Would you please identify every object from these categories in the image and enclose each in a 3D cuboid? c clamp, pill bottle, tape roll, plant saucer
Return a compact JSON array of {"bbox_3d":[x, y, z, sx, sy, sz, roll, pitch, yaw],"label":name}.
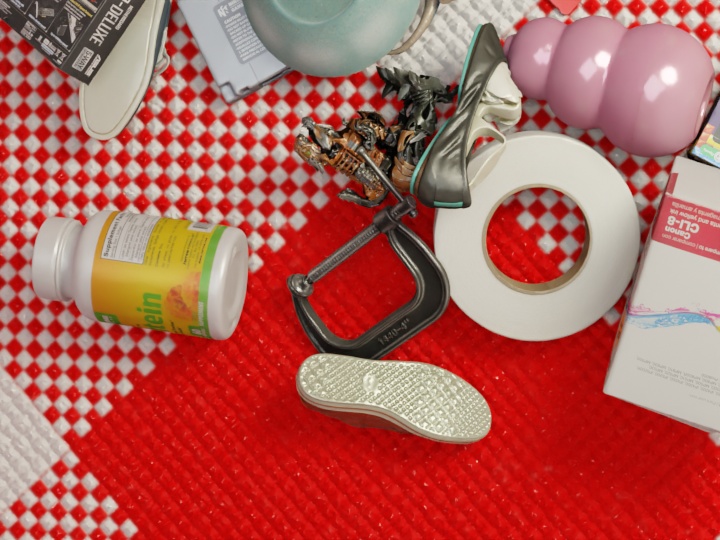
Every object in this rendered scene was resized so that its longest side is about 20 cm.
[{"bbox_3d":[0.000,0.000,1.542,0.171,0.027,0.200,46,121,-3],"label":"c clamp"},{"bbox_3d":[-0.218,0.001,1.567,0.198,0.111,0.112,8,92,9],"label":"pill bottle"},{"bbox_3d":[0.168,-0.033,1.522,0.200,0.037,0.205,0,103,0],"label":"tape roll"},{"bbox_3d":[-0.036,-0.287,1.510,0.199,0.039,0.204,2,94,24],"label":"plant saucer"}]

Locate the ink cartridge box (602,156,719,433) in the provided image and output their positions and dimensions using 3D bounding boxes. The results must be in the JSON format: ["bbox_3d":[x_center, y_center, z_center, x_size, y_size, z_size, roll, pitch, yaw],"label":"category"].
[{"bbox_3d":[0.320,0.025,1.442,0.143,0.145,0.202,17,111,9],"label":"ink cartridge box"}]

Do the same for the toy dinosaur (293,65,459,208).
[{"bbox_3d":[0.038,-0.124,1.540,0.198,0.102,0.137,11,95,-35],"label":"toy dinosaur"}]

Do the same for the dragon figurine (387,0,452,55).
[{"bbox_3d":[0.082,-0.304,1.539,0.058,0.100,0.202,17,113,5],"label":"dragon figurine"}]

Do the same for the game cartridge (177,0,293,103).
[{"bbox_3d":[-0.076,-0.271,1.578,0.198,0.040,0.134,-27,91,8],"label":"game cartridge"}]

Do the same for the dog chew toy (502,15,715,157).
[{"bbox_3d":[0.229,-0.183,1.493,0.198,0.124,0.126,18,94,16],"label":"dog chew toy"}]

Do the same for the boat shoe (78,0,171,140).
[{"bbox_3d":[-0.231,-0.228,1.589,0.074,0.062,0.202,11,91,11],"label":"boat shoe"}]

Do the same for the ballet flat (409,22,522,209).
[{"bbox_3d":[0.110,-0.138,1.472,0.068,0.068,0.202,18,68,13],"label":"ballet flat"}]

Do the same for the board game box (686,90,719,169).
[{"bbox_3d":[0.434,-0.136,1.491,0.199,0.057,0.166,29,93,7],"label":"board game box"}]

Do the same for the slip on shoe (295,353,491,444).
[{"bbox_3d":[0.032,0.128,1.561,0.198,0.061,0.075,11,66,-4],"label":"slip on shoe"}]

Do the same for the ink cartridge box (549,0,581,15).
[{"bbox_3d":[0.228,-0.357,1.512,0.116,0.067,0.200,45,98,5],"label":"ink cartridge box"}]

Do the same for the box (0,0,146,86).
[{"bbox_3d":[-0.295,-0.302,1.565,0.200,0.050,0.158,39,96,31],"label":"box"}]
